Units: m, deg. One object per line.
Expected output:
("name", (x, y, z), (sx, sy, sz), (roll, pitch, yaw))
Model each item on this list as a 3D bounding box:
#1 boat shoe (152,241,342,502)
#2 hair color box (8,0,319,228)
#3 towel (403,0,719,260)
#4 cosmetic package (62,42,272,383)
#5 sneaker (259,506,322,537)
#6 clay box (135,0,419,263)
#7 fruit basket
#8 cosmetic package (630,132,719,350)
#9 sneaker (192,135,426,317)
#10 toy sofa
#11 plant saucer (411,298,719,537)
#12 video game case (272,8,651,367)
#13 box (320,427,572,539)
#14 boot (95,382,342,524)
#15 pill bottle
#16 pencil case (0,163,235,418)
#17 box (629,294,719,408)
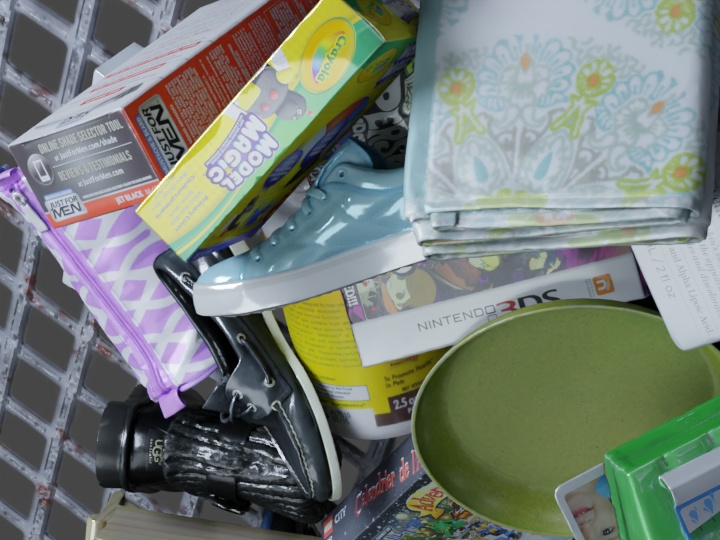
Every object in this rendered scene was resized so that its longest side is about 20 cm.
("boat shoe", (-0.076, 0.065, 1.557), (0.200, 0.066, 0.075), (66, 162, 6))
("hair color box", (-0.108, -0.107, 1.490), (0.111, 0.200, 0.064), (-13, 110, 44))
("towel", (0.112, -0.104, 1.322), (0.171, 0.200, 0.048), (-3, 159, 21))
("cosmetic package", (-0.123, -0.036, 1.662), (0.151, 0.052, 0.200), (30, 134, 16))
("sneaker", (-0.018, 0.231, 1.768), (0.083, 0.071, 0.200), (-15, 107, 19))
("clay box", (-0.031, -0.095, 1.369), (0.048, 0.115, 0.200), (46, 109, 6))
("fruit basket", (0.231, 0.171, 1.373), (0.200, 0.185, 0.094), (64, 177, -3))
("cosmetic package", (0.250, -0.037, 1.309), (0.200, 0.074, 0.102), (-20, 103, 30))
("sneaker", (-0.010, -0.033, 1.400), (0.200, 0.074, 0.082), (-18, 91, 9))
("toy sofa", (-0.094, 0.221, 1.686), (0.200, 0.098, 0.083), (8, 106, 4))
("plant saucer", (0.130, 0.083, 1.437), (0.200, 0.031, 0.200), (1, 133, 2))
("video game case", (0.060, -0.059, 1.427), (0.181, 0.036, 0.200), (-14, 95, 18))
("box", (0.079, 0.150, 1.585), (0.136, 0.038, 0.200), (13, 143, -24))
("boot", (-0.088, 0.128, 1.695), (0.158, 0.211, 0.080), (4, 94, 6))
("pill bottle", (0.000, 0.000, 1.546), (0.109, 0.109, 0.200), (7, 124, 35))
("pencil case", (-0.161, -0.005, 1.616), (0.084, 0.086, 0.200), (-35, 96, 33))
("box", (0.210, 0.048, 1.459), (0.160, 0.044, 0.200), (51, 137, -3))
